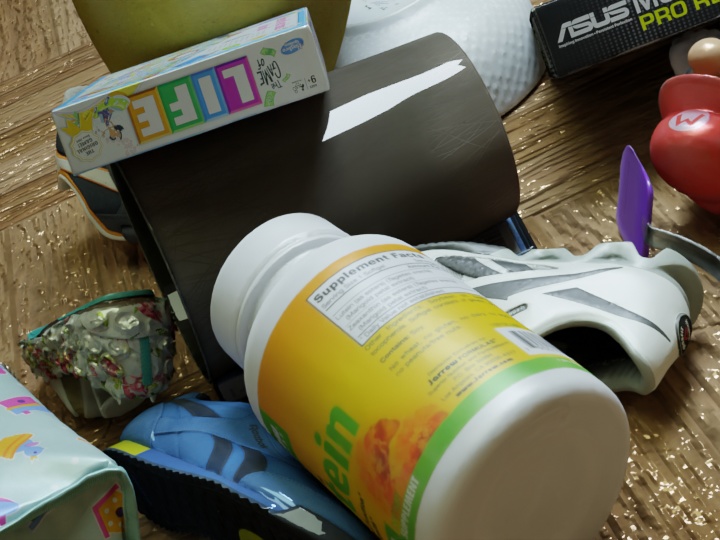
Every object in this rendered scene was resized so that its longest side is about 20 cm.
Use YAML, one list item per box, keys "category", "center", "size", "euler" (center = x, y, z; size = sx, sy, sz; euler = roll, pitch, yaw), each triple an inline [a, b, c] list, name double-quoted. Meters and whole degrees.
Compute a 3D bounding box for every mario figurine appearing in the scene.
- category: "mario figurine"
  center: [0.221, -0.116, 0.915]
  size: [0.106, 0.124, 0.200]
  euler: [40, 49, 11]

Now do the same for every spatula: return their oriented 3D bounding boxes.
- category: "spatula"
  center: [0.173, -0.004, 0.843]
  size: [0.020, 0.057, 0.200]
  euler: [-11, 31, -19]

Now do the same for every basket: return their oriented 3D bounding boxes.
- category: "basket"
  center: [-0.023, -0.042, 0.924]
  size: [0.198, 0.137, 0.180]
  euler: [-25, 10, -8]

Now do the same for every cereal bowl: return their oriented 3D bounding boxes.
- category: "cereal bowl"
  center: [0.028, -0.158, 1.169]
  size: [0.198, 0.084, 0.201]
  euler: [-19, 29, 11]

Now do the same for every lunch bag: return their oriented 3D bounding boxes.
- category: "lunch bag"
  center: [-0.213, 0.152, 0.788]
  size: [0.199, 0.123, 0.170]
  euler: [-31, 31, -24]

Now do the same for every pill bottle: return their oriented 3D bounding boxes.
- category: "pill bottle"
  center: [0.017, 0.052, 0.751]
  size: [0.111, 0.112, 0.200]
  euler: [-34, 43, -19]

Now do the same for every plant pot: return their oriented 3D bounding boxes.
- category: "plant pot"
  center: [-0.090, -0.160, 1.075]
  size: [0.198, 0.144, 0.200]
  euler: [-7, 18, 2]

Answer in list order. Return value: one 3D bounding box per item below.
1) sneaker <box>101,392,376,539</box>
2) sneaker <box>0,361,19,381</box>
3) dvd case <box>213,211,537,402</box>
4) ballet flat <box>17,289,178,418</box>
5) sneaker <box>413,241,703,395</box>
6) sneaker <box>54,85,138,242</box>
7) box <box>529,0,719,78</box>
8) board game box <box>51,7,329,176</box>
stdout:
- category: "sneaker"
  center: [-0.047, 0.099, 0.809]
  size: [0.078, 0.066, 0.199]
  euler: [-39, 31, -27]
- category: "sneaker"
  center: [-0.284, 0.092, 0.933]
  size: [0.111, 0.072, 0.200]
  euler: [-17, -8, 19]
- category: "dvd case"
  center: [0.000, 0.000, 0.990]
  size: [0.198, 0.018, 0.143]
  euler: [-24, 28, 3]
- category: "ballet flat"
  center: [-0.152, 0.053, 0.953]
  size: [0.075, 0.065, 0.200]
  euler: [-10, -3, -19]
- category: "sneaker"
  center: [0.064, 0.035, 0.824]
  size: [0.198, 0.075, 0.089]
  euler: [-8, 30, 28]
- category: "sneaker"
  center: [-0.125, -0.052, 1.123]
  size: [0.199, 0.080, 0.078]
  euler: [29, 25, 28]
- category: "box"
  center: [0.184, -0.166, 1.025]
  size: [0.159, 0.045, 0.200]
  euler: [-21, 5, 8]
- category: "board game box"
  center: [-0.085, -0.101, 0.896]
  size: [0.133, 0.035, 0.200]
  euler: [-19, 11, 2]
